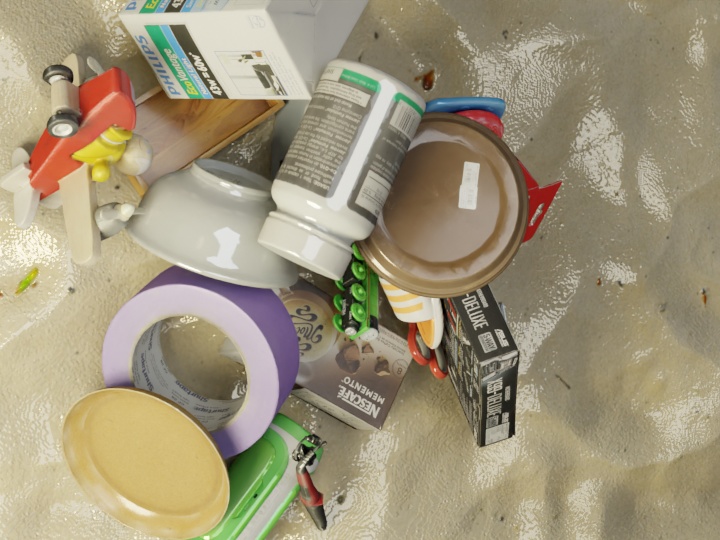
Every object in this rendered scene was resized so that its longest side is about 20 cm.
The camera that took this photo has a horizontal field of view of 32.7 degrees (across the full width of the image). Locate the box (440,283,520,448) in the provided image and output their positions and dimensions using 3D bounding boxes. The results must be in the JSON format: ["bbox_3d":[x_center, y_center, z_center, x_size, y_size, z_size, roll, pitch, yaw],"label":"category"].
[{"bbox_3d":[0.131,0.088,1.420,0.049,0.201,0.159,-17,54,-7],"label":"box"}]

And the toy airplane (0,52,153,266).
[{"bbox_3d":[-0.288,-0.120,1.285,0.140,0.199,0.202,7,100,-32],"label":"toy airplane"}]

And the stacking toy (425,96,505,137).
[{"bbox_3d":[0.124,-0.087,1.363,0.109,0.116,0.202,-3,65,-25],"label":"stacking toy"}]

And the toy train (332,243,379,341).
[{"bbox_3d":[0.000,0.000,1.428,0.056,0.042,0.201,34,40,-33],"label":"toy train"}]

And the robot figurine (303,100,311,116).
[{"bbox_3d":[-0.016,-0.119,1.374,0.169,0.112,0.202,10,89,-56],"label":"robot figurine"}]

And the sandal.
[{"bbox_3d":[0.046,-0.009,1.401,0.059,0.079,0.209,-14,99,-14],"label":"sandal"}]

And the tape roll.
[{"bbox_3d":[-0.170,0.096,1.316,0.198,0.085,0.202,4,109,12],"label":"tape roll"}]

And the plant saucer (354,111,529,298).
[{"bbox_3d":[0.084,-0.072,1.304,0.198,0.029,0.203,0,83,-3],"label":"plant saucer"}]

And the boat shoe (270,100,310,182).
[{"bbox_3d":[-0.061,-0.128,1.447,0.066,0.070,0.202,10,81,-38],"label":"boat shoe"}]

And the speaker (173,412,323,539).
[{"bbox_3d":[-0.128,0.262,1.387,0.088,0.088,0.201,43,72,-16],"label":"speaker"}]

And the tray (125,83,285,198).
[{"bbox_3d":[-0.193,-0.177,1.405,0.199,0.037,0.099,-37,102,-22],"label":"tray"}]

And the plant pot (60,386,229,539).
[{"bbox_3d":[-0.226,0.202,1.309,0.200,0.199,0.028,50,35,-13],"label":"plant pot"}]

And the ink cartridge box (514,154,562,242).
[{"bbox_3d":[0.138,-0.071,1.490,0.199,0.117,0.067,-18,58,-32],"label":"ink cartridge box"}]

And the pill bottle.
[{"bbox_3d":[-0.022,-0.101,1.239,0.112,0.113,0.202,26,85,-20],"label":"pill bottle"}]

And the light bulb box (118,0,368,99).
[{"bbox_3d":[-0.115,-0.293,1.315,0.199,0.198,0.125,-63,142,-31],"label":"light bulb box"}]

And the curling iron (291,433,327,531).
[{"bbox_3d":[-0.050,0.247,1.383,0.025,0.201,0.050,26,58,24],"label":"curling iron"}]

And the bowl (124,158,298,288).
[{"bbox_3d":[-0.147,-0.062,1.321,0.199,0.201,0.091,15,105,-22],"label":"bowl"}]

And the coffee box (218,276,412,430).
[{"bbox_3d":[-0.048,0.093,1.432,0.199,0.080,0.114,32,73,-19],"label":"coffee box"}]

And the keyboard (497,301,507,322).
[{"bbox_3d":[0.150,0.061,1.460,0.011,0.200,0.057,-17,94,-6],"label":"keyboard"}]

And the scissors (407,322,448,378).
[{"bbox_3d":[0.062,0.039,1.483,0.073,0.014,0.201,27,38,-47],"label":"scissors"}]
